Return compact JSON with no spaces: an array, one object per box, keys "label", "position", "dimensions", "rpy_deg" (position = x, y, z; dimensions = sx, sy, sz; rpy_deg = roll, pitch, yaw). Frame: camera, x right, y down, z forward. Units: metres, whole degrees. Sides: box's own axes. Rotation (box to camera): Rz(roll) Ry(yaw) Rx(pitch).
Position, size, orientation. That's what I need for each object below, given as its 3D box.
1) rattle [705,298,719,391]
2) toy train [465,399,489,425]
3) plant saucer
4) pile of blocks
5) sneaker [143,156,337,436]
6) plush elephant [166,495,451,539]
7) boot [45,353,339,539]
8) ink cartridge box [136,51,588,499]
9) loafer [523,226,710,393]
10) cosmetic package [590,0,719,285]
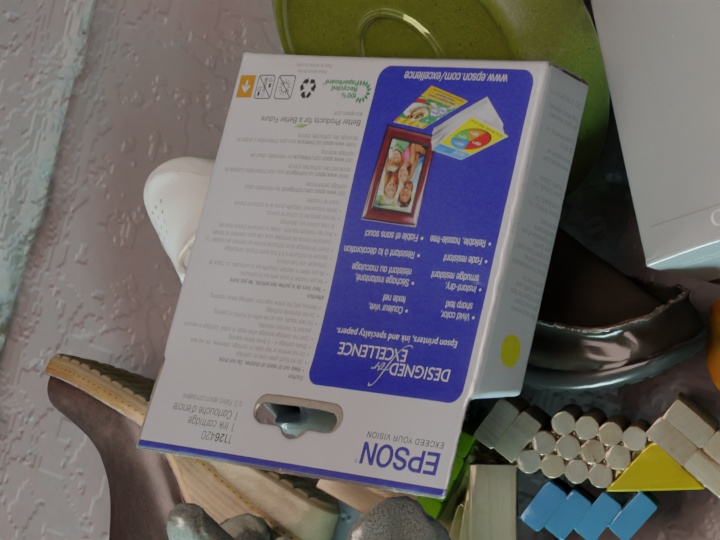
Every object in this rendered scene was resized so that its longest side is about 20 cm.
[{"label":"rattle","position":[0.179,0.038,1.233],"dimensions":[0.130,0.200,0.143],"rpy_deg":[-37,66,26]},{"label":"toy train","position":[0.034,0.125,1.416],"dimensions":[0.042,0.056,0.200],"rpy_deg":[9,84,-9]},{"label":"plant saucer","position":[0.028,-0.106,1.387],"dimensions":[0.200,0.031,0.200],"rpy_deg":[27,138,27]},{"label":"pile of blocks","position":[0.083,0.093,1.361],"dimensions":[0.200,0.062,0.082],"rpy_deg":[3,92,10]},{"label":"sneaker","position":[-0.051,0.010,1.468],"dimensions":[0.200,0.087,0.075],"rpy_deg":[48,113,30]},{"label":"plush elephant","position":[-0.039,0.170,1.315],"dimensions":[0.200,0.165,0.155],"rpy_deg":[30,145,29]},{"label":"boot","position":[-0.117,0.151,1.505],"dimensions":[0.200,0.072,0.167],"rpy_deg":[31,98,28]},{"label":"ink cartridge box","position":[0.000,0.000,1.342],"dimensions":[0.197,0.047,0.200],"rpy_deg":[6,80,42]},{"label":"loafer","position":[0.070,0.004,1.358],"dimensions":[0.200,0.073,0.071],"rpy_deg":[12,117,36]},{"label":"cosmetic package","position":[0.171,-0.103,1.325],"dimensions":[0.107,0.090,0.200],"rpy_deg":[-20,71,29]}]
